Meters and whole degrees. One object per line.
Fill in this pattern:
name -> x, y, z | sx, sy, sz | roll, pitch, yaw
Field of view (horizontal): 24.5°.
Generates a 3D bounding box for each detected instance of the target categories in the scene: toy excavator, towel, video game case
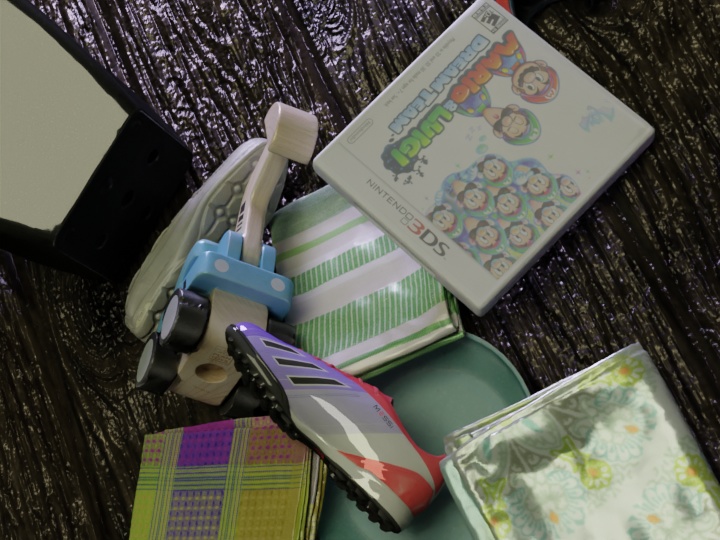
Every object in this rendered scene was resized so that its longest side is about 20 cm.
toy excavator -> -0.097, -0.010, 1.328 | 0.195, 0.099, 0.201 | 127, 154, -46
towel -> -0.106, 0.188, 1.301 | 0.199, 0.023, 0.145 | -10, 66, 39
video game case -> 0.094, -0.093, 1.280 | 0.182, 0.024, 0.200 | 41, 78, 19
towel -> 0.165, 0.171, 1.147 | 0.170, 0.048, 0.201 | -28, 70, 7
towel -> 0.000, 0.000, 1.319 | 0.152, 0.023, 0.201 | -26, 48, 17

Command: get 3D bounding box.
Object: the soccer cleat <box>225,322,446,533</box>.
soccer cleat -> -0.019, 0.102, 1.229 | 0.073, 0.068, 0.200 | -42, 75, -15

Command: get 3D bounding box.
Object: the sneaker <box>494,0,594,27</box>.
sneaker -> 0.187, -0.261, 1.323 | 0.200, 0.075, 0.085 | -35, 56, 23

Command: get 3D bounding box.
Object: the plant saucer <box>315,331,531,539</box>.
plant saucer -> 0.048, 0.143, 1.254 | 0.199, 0.036, 0.201 | -11, 66, 25

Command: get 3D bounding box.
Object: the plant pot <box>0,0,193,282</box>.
plant pot -> -0.266, -0.100, 1.436 | 0.177, 0.200, 0.200 | 30, 86, 20

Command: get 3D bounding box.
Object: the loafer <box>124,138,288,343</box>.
loafer -> -0.135, -0.030, 1.398 | 0.200, 0.070, 0.070 | -53, 36, 2
